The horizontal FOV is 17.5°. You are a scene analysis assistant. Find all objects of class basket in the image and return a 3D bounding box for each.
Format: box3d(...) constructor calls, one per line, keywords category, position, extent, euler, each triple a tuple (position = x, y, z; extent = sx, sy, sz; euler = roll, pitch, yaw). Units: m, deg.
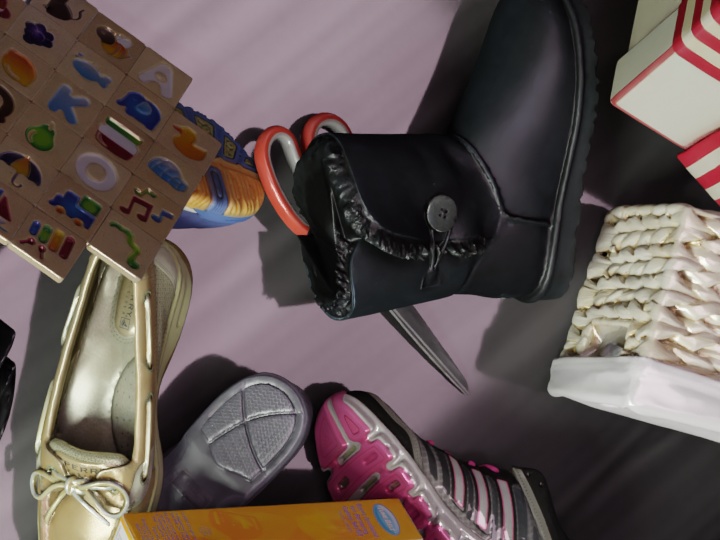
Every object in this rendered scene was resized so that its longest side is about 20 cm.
box3d(category="basket", position=(0.232, 0.042, 1.378), extent=(0.199, 0.136, 0.124), euler=(15, 86, -16))

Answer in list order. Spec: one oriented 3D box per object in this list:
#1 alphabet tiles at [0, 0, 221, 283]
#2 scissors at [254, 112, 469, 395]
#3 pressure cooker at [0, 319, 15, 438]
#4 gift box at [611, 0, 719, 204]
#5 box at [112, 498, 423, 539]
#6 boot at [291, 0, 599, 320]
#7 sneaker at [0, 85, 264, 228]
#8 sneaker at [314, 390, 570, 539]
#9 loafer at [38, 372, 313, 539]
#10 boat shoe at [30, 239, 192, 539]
box3d(category="alphabet tiles", position=(-0.163, -0.079, 1.249), extent=(0.166, 0.006, 0.200), euler=(35, 39, -8))
box3d(category="scissors", position=(0.000, 0.000, 1.361), extent=(0.073, 0.014, 0.201), euler=(-35, 105, -40))
box3d(category="pressure cooker", position=(-0.281, 0.051, 1.210), extent=(0.200, 0.176, 0.179), euler=(39, 72, -15))
box3d(category="gift box", position=(0.272, -0.137, 1.282), extent=(0.199, 0.185, 0.187), euler=(27, 50, -12))
box3d(category="box", position=(-0.054, 0.185, 1.302), extent=(0.199, 0.042, 0.119), euler=(-1, 129, -33))
box3d(category="boot", position=(0.047, -0.073, 1.330), extent=(0.168, 0.076, 0.201), euler=(-2, 99, -34))
box3d(category="sneaker", position=(-0.152, -0.049, 1.304), extent=(0.199, 0.088, 0.075), euler=(9, 46, -32))
box3d(category="sneaker", position=(0.060, 0.138, 1.366), extent=(0.200, 0.074, 0.087), euler=(43, 48, 4))
box3d(category="loafer", position=(-0.104, 0.135, 1.321), extent=(0.200, 0.063, 0.072), euler=(-39, 78, 5))
box3d(category="boat shoe", position=(-0.142, 0.077, 1.269), extent=(0.073, 0.063, 0.202), euler=(16, 91, 18))
